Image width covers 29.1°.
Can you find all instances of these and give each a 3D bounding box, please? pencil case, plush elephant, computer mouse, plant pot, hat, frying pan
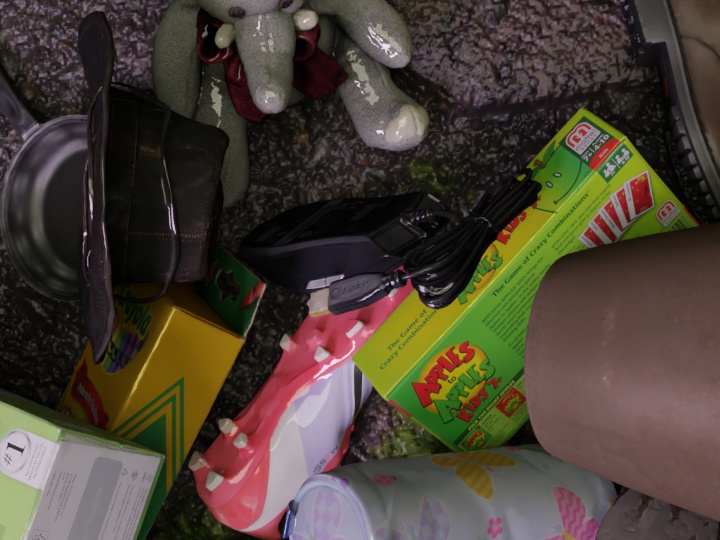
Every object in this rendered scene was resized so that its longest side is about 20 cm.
[{"bbox_3d":[0.057,0.150,0.791,0.199,0.083,0.091,-3,109,-35],"label":"pencil case"},{"bbox_3d":[-0.053,-0.144,0.802,0.164,0.155,0.201,-10,91,4],"label":"plush elephant"},{"bbox_3d":[0.000,0.000,0.791,0.199,0.140,0.046,-8,114,35],"label":"computer mouse"},{"bbox_3d":[0.185,0.053,0.733,0.174,0.200,0.202,2,92,29],"label":"plant pot"},{"bbox_3d":[-0.112,-0.047,0.757,0.080,0.201,0.202,-1,91,-14],"label":"hat"},{"bbox_3d":[-0.203,-0.058,0.877,0.190,0.031,0.115,35,104,23],"label":"frying pan"}]

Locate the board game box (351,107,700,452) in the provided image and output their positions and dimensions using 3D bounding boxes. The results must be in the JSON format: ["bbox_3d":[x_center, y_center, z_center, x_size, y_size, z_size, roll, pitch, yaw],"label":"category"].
[{"bbox_3d":[0.100,0.014,0.825,0.200,0.048,0.102,-48,128,3],"label":"board game box"}]

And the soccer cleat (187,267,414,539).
[{"bbox_3d":[-0.022,0.078,0.861,0.200,0.067,0.076,-49,125,-4],"label":"soccer cleat"}]

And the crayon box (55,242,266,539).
[{"bbox_3d":[-0.134,0.074,0.827,0.051,0.127,0.201,26,92,-24],"label":"crayon box"}]

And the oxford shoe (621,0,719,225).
[{"bbox_3d":[0.219,-0.100,0.828,0.084,0.073,0.201,-15,90,2],"label":"oxford shoe"}]

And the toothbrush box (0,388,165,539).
[{"bbox_3d":[-0.222,0.134,0.752,0.199,0.086,0.146,14,82,35],"label":"toothbrush box"}]

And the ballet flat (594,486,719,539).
[{"bbox_3d":[0.179,0.126,0.806,0.067,0.046,0.201,12,54,14],"label":"ballet flat"}]
